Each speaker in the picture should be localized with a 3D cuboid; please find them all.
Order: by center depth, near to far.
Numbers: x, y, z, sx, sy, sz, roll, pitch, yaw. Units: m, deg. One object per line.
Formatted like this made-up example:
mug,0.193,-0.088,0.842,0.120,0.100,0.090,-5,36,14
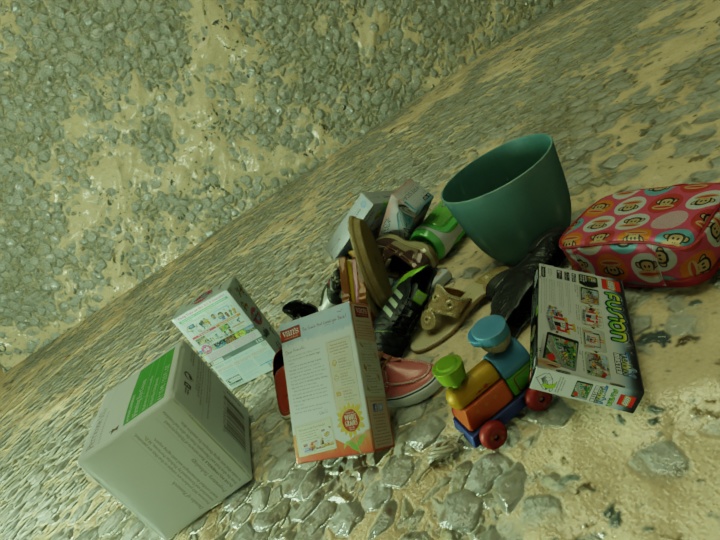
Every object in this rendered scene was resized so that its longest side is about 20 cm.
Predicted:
speaker,0.188,-0.106,1.112,0.088,0.089,0.200,-4,36,52

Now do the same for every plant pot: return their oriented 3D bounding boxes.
plant pot,0.263,-0.108,0.898,0.200,0.161,0.201,-30,19,12

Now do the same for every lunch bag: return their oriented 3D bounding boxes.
lunch bag,0.395,-0.058,0.719,0.176,0.082,0.200,-42,22,-22

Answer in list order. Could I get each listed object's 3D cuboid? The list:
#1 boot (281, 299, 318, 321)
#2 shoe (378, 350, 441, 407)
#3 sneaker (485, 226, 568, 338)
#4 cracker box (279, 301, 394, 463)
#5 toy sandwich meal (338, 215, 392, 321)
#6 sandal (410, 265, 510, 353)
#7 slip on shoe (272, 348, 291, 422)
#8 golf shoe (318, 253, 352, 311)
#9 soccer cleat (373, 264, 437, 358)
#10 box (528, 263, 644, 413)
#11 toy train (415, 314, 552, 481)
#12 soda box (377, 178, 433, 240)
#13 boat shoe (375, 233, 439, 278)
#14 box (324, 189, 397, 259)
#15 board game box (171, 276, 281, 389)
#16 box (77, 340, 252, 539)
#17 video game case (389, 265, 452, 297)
boot,-0.108,0.110,1.009,0.199,0.132,0.070,-5,36,51
shoe,0.023,0.150,0.794,0.199,0.091,0.072,-16,27,38
sneaker,0.264,0.017,0.786,0.199,0.060,0.104,-39,23,-2
cracker box,-0.037,0.158,0.746,0.133,0.201,0.058,-20,-19,31
toy sandwich meal,0.000,0.000,0.967,0.070,0.206,0.205,-20,24,11
sandal,0.151,0.043,0.867,0.211,0.070,0.078,-36,21,-4
slip on shoe,-0.126,0.201,0.941,0.074,0.061,0.200,-32,23,-1
golf shoe,-0.036,0.026,1.111,0.088,0.077,0.200,-50,-3,27
soccer cleat,0.074,0.069,0.890,0.081,0.067,0.201,-40,18,51
box,0.261,0.070,0.626,0.109,0.035,0.200,13,37,11
toy train,0.119,0.151,0.622,0.200,0.116,0.085,-37,21,-8
soda box,0.089,-0.101,1.124,0.064,0.068,0.200,-45,-14,-26
boat shoe,0.071,-0.022,1.065,0.072,0.072,0.200,-40,29,-21
box,0.026,-0.107,1.167,0.200,0.041,0.156,-15,-33,-56
board game box,-0.266,0.132,1.093,0.147,0.201,0.064,-27,22,16
box,-0.304,0.268,0.863,0.171,0.200,0.199,-36,23,-1
video game case,0.060,0.050,1.049,0.182,0.022,0.200,-41,22,-17
